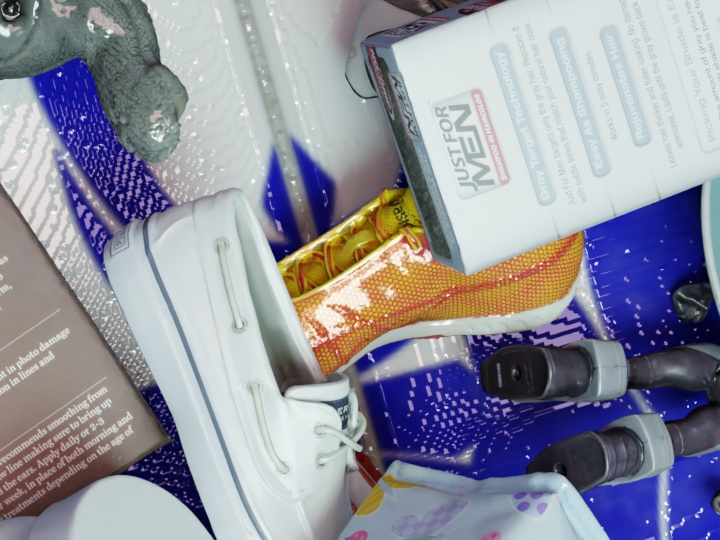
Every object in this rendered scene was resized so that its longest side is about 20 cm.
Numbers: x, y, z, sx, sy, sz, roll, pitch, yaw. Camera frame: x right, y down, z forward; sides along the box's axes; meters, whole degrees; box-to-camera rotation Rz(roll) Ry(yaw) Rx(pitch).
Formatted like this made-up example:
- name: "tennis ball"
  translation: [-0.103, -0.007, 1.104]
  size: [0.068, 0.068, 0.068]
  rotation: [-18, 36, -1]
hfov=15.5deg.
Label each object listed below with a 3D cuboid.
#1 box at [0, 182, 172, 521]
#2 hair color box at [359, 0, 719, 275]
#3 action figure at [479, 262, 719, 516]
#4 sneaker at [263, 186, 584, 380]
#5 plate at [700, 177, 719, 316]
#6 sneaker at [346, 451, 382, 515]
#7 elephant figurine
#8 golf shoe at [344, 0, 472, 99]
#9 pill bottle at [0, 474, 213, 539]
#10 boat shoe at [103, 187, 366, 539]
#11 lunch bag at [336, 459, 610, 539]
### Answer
- name: "box"
  translation: [-0.177, 0.016, 1.116]
  size: [0.100, 0.075, 0.200]
  rotation: [-34, 97, -9]
- name: "hair color box"
  translation: [0.111, -0.081, 1.089]
  size: [0.199, 0.061, 0.099]
  rotation: [-21, 101, -10]
- name: "action figure"
  translation: [0.157, 0.055, 1.176]
  size: [0.199, 0.069, 0.131]
  rotation: [-4, 71, -32]
- name: "sneaker"
  translation: [0.000, 0.000, 1.141]
  size: [0.199, 0.073, 0.077]
  rotation: [-19, 130, -16]
- name: "plate"
  translation: [0.219, 0.003, 1.179]
  size: [0.199, 0.026, 0.201]
  rotation: [14, 66, -34]
- name: "sneaker"
  translation: [0.013, 0.151, 1.153]
  size: [0.077, 0.073, 0.200]
  rotation: [-41, 89, 4]
- name: "elephant figurine"
  translation: [-0.161, -0.140, 1.085]
  size: [0.141, 0.155, 0.201]
  rotation: [8, 78, -33]
- name: "golf shoe"
  translation: [0.083, -0.082, 1.177]
  size: [0.199, 0.078, 0.095]
  rotation: [25, 119, -23]
- name: "pill bottle"
  translation: [-0.147, 0.168, 1.051]
  size: [0.200, 0.114, 0.114]
  rotation: [-34, 96, 27]
- name: "boat shoe"
  translation: [-0.032, 0.063, 1.064]
  size: [0.067, 0.074, 0.201]
  rotation: [-26, 96, 17]
- name: "lunch bag"
  translation: [0.052, 0.200, 1.020]
  size: [0.170, 0.127, 0.200]
  rotation: [-49, 122, -31]
